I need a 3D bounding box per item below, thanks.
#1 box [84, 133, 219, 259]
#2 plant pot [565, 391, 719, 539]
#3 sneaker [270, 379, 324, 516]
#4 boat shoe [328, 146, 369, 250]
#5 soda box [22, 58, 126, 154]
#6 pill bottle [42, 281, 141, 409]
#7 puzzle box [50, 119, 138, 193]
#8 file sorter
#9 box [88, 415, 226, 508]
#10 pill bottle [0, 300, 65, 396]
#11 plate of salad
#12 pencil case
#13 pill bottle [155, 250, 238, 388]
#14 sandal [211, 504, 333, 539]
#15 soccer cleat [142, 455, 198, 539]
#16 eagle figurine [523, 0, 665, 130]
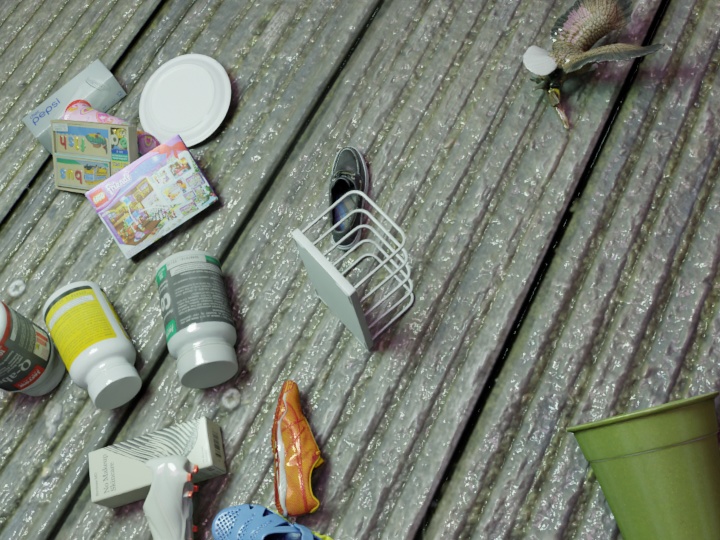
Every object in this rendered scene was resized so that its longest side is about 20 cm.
[{"bbox_3d":[-0.374,-0.133,1.306,0.198,0.039,0.138,-33,99,-5],"label":"box"},{"bbox_3d":[0.385,0.274,0.923,0.195,0.200,0.194,-14,76,5],"label":"plant pot"},{"bbox_3d":[-0.096,0.267,1.092,0.075,0.073,0.204,1,64,-15],"label":"sneaker"},{"bbox_3d":[-0.027,-0.138,1.254,0.068,0.067,0.205,1,66,12],"label":"boat shoe"},{"bbox_3d":[-0.580,-0.333,1.468,0.199,0.064,0.068,-42,64,-8],"label":"soda box"},{"bbox_3d":[-0.441,0.125,1.198,0.110,0.112,0.201,-36,63,-6],"label":"pill bottle"},{"bbox_3d":[-0.501,-0.210,1.361,0.196,0.025,0.136,8,106,24],"label":"puzzle box"},{"bbox_3d":[0.000,0.000,1.113,0.124,0.201,0.139,-39,63,-12],"label":"file sorter"},{"bbox_3d":[-0.313,0.297,1.115,0.196,0.069,0.084,-19,64,3],"label":"box"},{"bbox_3d":[-0.574,0.129,1.176,0.113,0.201,0.118,-5,63,10],"label":"pill bottle"},{"bbox_3d":[-0.344,-0.332,1.425,0.195,0.048,0.205,-4,75,13],"label":"plate of salad"},{"bbox_3d":[-0.485,-0.256,1.400,0.197,0.088,0.088,26,73,19],"label":"pencil case"},{"bbox_3d":[-0.265,0.079,1.180,0.111,0.114,0.203,-21,62,2],"label":"pill bottle"},{"bbox_3d":[-0.125,0.381,1.026,0.195,0.087,0.081,8,69,18],"label":"sandal"},{"bbox_3d":[-0.279,0.369,1.048,0.076,0.069,0.205,3,92,7],"label":"soccer cleat"},{"bbox_3d":[0.386,-0.372,1.228,0.152,0.199,0.151,46,35,-5],"label":"eagle figurine"}]
